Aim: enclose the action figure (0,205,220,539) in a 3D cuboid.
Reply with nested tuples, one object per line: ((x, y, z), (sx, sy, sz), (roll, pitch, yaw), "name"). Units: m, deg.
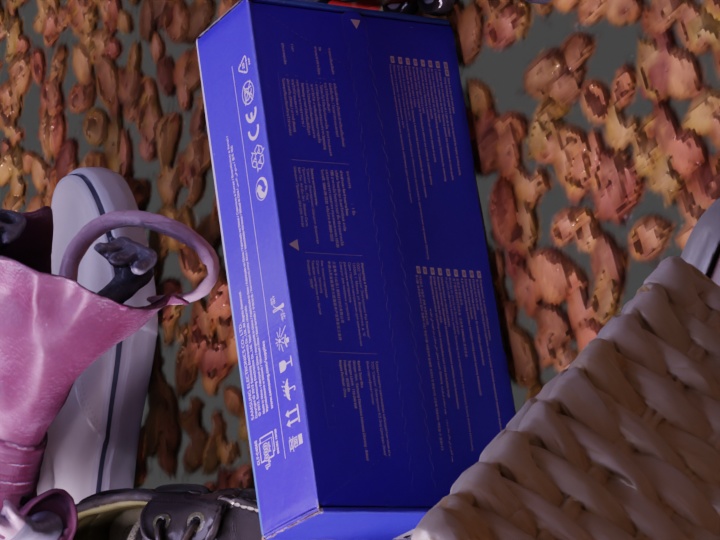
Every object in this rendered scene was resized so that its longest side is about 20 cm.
((-0.166, 0.065, 1.166), (0.134, 0.149, 0.200), (24, 111, 20), "action figure")

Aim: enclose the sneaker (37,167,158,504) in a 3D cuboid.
((-0.140, 0.051, 1.229), (0.073, 0.071, 0.200), (-2, 84, 56), "sneaker")

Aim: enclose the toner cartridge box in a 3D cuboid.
((0.000, 0.000, 1.005), (0.043, 0.095, 0.200), (-32, 59, 50), "toner cartridge box")

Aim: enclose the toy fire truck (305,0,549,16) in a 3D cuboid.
((0.014, -0.171, 1.044), (0.200, 0.049, 0.141), (0, 86, 56), "toy fire truck")

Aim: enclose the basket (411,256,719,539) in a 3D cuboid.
((0.084, 0.137, 0.719), (0.200, 0.198, 0.161), (41, 125, 6), "basket")

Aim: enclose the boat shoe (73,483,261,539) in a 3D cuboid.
((-0.070, 0.124, 1.120), (0.201, 0.066, 0.072), (-2, 86, 57), "boat shoe")

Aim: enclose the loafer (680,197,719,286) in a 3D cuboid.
((0.119, 0.076, 0.845), (0.063, 0.072, 0.200), (18, 99, 48), "loafer")
